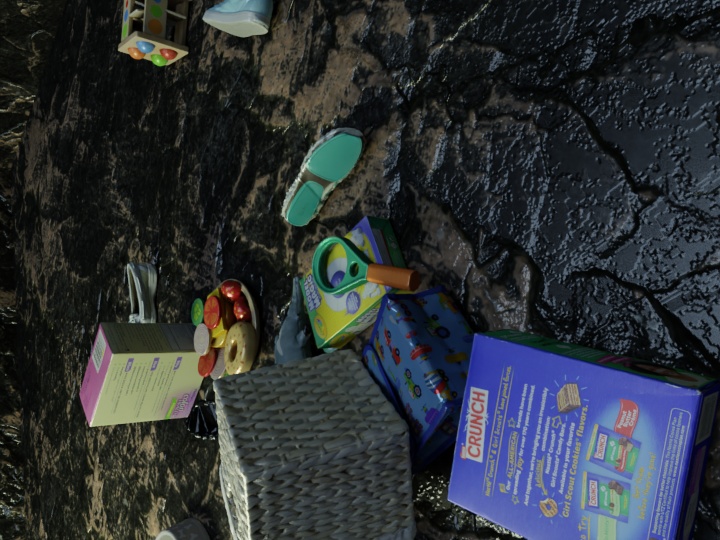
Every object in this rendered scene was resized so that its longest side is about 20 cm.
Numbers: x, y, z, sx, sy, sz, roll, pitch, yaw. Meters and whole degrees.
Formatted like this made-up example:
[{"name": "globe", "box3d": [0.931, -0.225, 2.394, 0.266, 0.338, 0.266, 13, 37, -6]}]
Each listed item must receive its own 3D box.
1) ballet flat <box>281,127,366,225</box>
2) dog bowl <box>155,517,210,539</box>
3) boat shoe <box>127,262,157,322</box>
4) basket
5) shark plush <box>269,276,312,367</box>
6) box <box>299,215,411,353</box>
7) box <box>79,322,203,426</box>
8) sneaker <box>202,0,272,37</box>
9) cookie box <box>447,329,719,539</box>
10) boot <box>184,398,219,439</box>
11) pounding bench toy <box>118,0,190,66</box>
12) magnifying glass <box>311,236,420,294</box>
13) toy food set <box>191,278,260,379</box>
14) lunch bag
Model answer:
[{"name": "ballet flat", "box3d": [-0.063, -0.151, 0.916, 0.200, 0.072, 0.072, -47, 52, 36]}, {"name": "dog bowl", "box3d": [-0.345, 0.587, 1.173, 0.200, 0.059, 0.201, -8, 79, 49]}, {"name": "boat shoe", "box3d": [-0.523, 0.083, 1.440, 0.074, 0.065, 0.203, 2, 87, 50]}, {"name": "basket", "box3d": [-0.058, 0.217, 0.711, 0.198, 0.199, 0.161, -135, 41, -59]}, {"name": "shark plush", "box3d": [-0.084, 0.107, 0.915, 0.083, 0.091, 0.201, -47, 28, 53]}, {"name": "box", "box3d": [-0.019, 0.027, 0.855, 0.200, 0.048, 0.118, -44, 54, 40]}, {"name": "box", "box3d": [-0.419, 0.199, 1.195, 0.097, 0.200, 0.176, 46, 120, 42]}, {"name": "sneaker", "box3d": [-0.225, -0.494, 1.153, 0.200, 0.074, 0.082, 22, 94, 41]}, {"name": "cookie box", "box3d": [0.190, 0.156, 0.547, 0.200, 0.075, 0.172, 12, 95, 41]}, {"name": "boot", "box3d": [-0.191, 0.232, 0.947, 0.198, 0.162, 0.074, -19, 70, 48]}, {"name": "pounding bench toy", "box3d": [-0.500, -0.567, 1.442, 0.200, 0.124, 0.157, 2, 88, 50]}, {"name": "magnifying glass", "box3d": [0.000, 0.000, 0.786, 0.200, 0.022, 0.080, 11, 93, 49]}, {"name": "toy food set", "box3d": [-0.248, 0.116, 1.115, 0.198, 0.049, 0.201, -33, 62, 41]}, {"name": "lunch bag", "box3d": [0.061, 0.142, 0.730, 0.151, 0.094, 0.200, 61, 142, 32]}]
